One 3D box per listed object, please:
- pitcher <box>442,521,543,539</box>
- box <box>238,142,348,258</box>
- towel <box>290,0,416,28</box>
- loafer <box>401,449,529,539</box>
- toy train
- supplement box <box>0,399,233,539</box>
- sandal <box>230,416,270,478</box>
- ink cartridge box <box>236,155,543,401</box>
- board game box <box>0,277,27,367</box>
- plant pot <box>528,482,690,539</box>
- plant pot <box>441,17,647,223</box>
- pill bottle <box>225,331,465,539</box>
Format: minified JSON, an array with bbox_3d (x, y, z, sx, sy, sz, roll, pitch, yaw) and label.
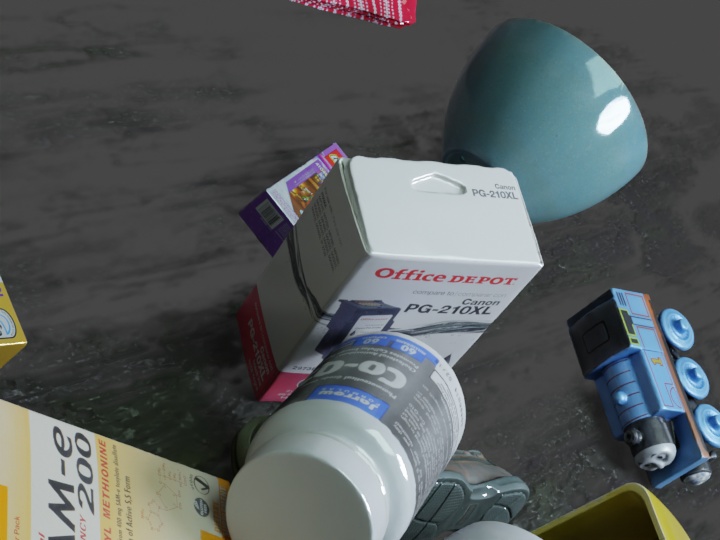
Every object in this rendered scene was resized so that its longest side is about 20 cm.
[{"bbox_3d":[0.086,0.282,1.060,0.171,0.121,0.200,35,58,-8],"label":"pitcher"},{"bbox_3d":[0.000,0.000,1.348,0.200,0.039,0.137,53,32,-2],"label":"box"},{"bbox_3d":[-0.002,-0.323,1.596,0.200,0.022,0.145,3,97,-51],"label":"towel"},{"bbox_3d":[0.056,0.167,1.249,0.063,0.072,0.200,48,18,31],"label":"loafer"},{"bbox_3d":[0.279,0.114,1.571,0.114,0.087,0.200,9,54,-38],"label":"toy train"},{"bbox_3d":[-0.166,0.163,0.936,0.200,0.073,0.126,26,40,-37],"label":"supplement box"},{"bbox_3d":[-0.021,0.187,1.119,0.201,0.057,0.080,59,32,4],"label":"sandal"},{"bbox_3d":[0.017,0.013,1.170,0.144,0.200,0.085,3,55,-28],"label":"ink cartridge box"},{"bbox_3d":[-0.307,-0.007,0.947,0.200,0.040,0.153,-3,62,-54],"label":"board game box"},{"bbox_3d":[0.188,0.296,1.179,0.176,0.200,0.200,26,39,-54],"label":"plant pot"},{"bbox_3d":[0.156,-0.122,1.560,0.135,0.200,0.200,-44,98,-23],"label":"plant pot"},{"bbox_3d":[-0.008,0.122,1.052,0.114,0.114,0.200,52,24,-3],"label":"pill bottle"}]
